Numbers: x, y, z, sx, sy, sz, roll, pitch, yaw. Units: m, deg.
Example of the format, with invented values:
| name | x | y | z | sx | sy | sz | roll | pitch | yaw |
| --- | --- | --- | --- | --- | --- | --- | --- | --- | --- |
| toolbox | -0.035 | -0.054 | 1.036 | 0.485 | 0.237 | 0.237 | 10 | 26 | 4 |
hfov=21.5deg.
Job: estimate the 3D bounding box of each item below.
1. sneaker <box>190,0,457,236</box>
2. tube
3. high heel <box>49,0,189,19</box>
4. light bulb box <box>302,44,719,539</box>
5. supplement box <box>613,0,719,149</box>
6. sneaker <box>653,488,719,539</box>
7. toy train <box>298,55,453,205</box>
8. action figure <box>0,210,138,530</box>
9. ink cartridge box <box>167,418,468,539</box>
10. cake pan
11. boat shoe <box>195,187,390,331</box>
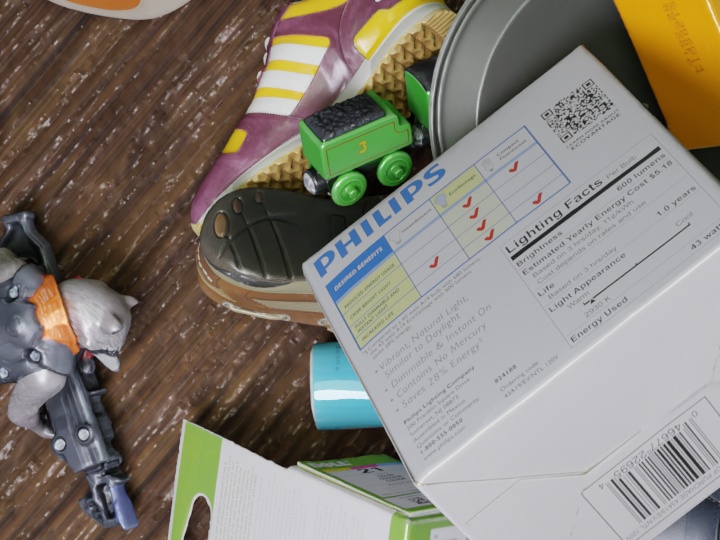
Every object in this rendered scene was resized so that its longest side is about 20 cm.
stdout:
| name | x | y | z | sx | sy | sz | roll | pitch | yaw |
| --- | --- | --- | --- | --- | --- | --- | --- | --- | --- |
| sneaker | -0.032 | -0.102 | 1.113 | 0.200 | 0.075 | 0.090 | -42 | 58 | 8 |
| tube | 0.072 | 0.062 | 1.099 | 0.199 | 0.050 | 0.078 | -4 | 47 | 3 |
| high heel | -0.106 | -0.209 | 1.133 | 0.199 | 0.067 | 0.096 | -7 | 51 | 17 |
| light bulb box | 0.103 | 0.024 | 0.953 | 0.198 | 0.200 | 0.125 | -38 | 124 | 5 |
| supplement box | 0.234 | -0.167 | 1.036 | 0.200 | 0.073 | 0.126 | -33 | 105 | -28 |
| sneaker | 0.232 | 0.139 | 0.974 | 0.199 | 0.079 | 0.079 | 5 | 88 | 4 |
| toy train | 0.054 | -0.097 | 1.080 | 0.200 | 0.056 | 0.042 | -25 | 44 | -17 |
| action figure | -0.209 | 0.074 | 1.093 | 0.193 | 0.105 | 0.200 | -29 | 82 | 11 |
| ink cartridge box | -0.023 | 0.173 | 1.066 | 0.200 | 0.076 | 0.148 | 18 | 105 | 47 |
| cake pan | 0.136 | -0.090 | 1.067 | 0.200 | 0.037 | 0.201 | -5 | 105 | -20 |
| boat shoe | 0.000 | 0.000 | 1.099 | 0.199 | 0.074 | 0.076 | 10 | 59 | -14 |
